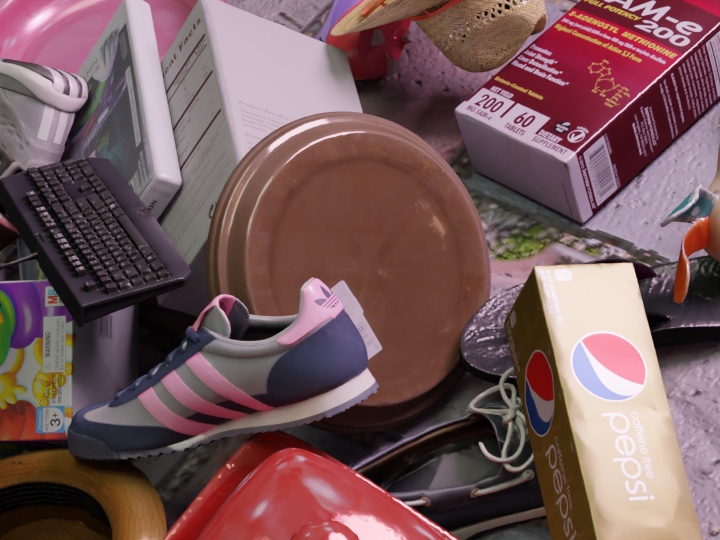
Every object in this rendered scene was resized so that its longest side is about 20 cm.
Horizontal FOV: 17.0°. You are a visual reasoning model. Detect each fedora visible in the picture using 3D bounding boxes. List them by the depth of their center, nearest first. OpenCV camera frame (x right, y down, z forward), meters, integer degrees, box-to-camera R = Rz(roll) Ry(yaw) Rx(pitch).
[{"bbox_3d":[-0.194,0.194,1.432,0.200,0.082,0.201,-16,40,14],"label":"fedora"}]

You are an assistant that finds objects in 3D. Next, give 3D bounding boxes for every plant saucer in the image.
[{"bbox_3d":[0.000,0.000,1.479,0.200,0.200,0.029,-46,17,-25],"label":"plant saucer"},{"bbox_3d":[-0.193,-0.171,1.813,0.200,0.051,0.201,-11,39,9],"label":"plant saucer"}]

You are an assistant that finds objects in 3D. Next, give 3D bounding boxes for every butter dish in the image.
[{"bbox_3d":[-0.025,0.180,1.302,0.200,0.148,0.200,33,64,12],"label":"butter dish"}]

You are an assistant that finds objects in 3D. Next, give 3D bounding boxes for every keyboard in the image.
[{"bbox_3d":[-0.191,-0.018,1.495,0.127,0.021,0.200,-21,30,-13],"label":"keyboard"}]

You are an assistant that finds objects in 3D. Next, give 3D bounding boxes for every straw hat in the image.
[{"bbox_3d":[0.082,-0.183,1.641,0.201,0.085,0.201,-34,9,6],"label":"straw hat"}]

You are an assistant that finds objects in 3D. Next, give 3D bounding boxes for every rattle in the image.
[{"bbox_3d":[0.220,-0.066,1.507,0.200,0.130,0.143,-40,51,-18],"label":"rattle"}]

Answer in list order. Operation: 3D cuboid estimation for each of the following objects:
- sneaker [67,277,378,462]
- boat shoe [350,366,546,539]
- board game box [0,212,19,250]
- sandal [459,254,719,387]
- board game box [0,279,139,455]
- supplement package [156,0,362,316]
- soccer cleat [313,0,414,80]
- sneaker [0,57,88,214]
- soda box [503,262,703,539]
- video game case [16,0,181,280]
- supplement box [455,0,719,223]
[{"bbox_3d":[-0.090,0.057,1.413,0.200,0.082,0.070,-15,12,19],"label":"sneaker"},{"bbox_3d":[0.081,0.106,1.429,0.200,0.062,0.075,-20,44,1],"label":"boat shoe"},{"bbox_3d":[-0.296,-0.016,1.599,0.103,0.200,0.019,-38,78,1],"label":"board game box"},{"bbox_3d":[0.155,0.018,1.479,0.200,0.048,0.075,-13,49,-5],"label":"sandal"},{"bbox_3d":[-0.253,0.066,1.541,0.200,0.105,0.103,-3,81,18],"label":"board game box"},{"bbox_3d":[-0.069,-0.065,1.588,0.117,0.117,0.200,-54,31,31],"label":"supplement package"},{"bbox_3d":[0.023,-0.218,1.778,0.076,0.067,0.200,6,51,31],"label":"soccer cleat"},{"bbox_3d":[-0.277,-0.096,1.706,0.200,0.075,0.116,14,91,48],"label":"sneaker"},{"bbox_3d":[0.137,0.097,1.363,0.064,0.068,0.200,-2,59,-16],"label":"soda box"},{"bbox_3d":[-0.185,-0.061,1.644,0.182,0.023,0.200,-53,33,30],"label":"video game case"},{"bbox_3d":[0.173,-0.130,1.633,0.200,0.061,0.109,-42,46,-22],"label":"supplement box"}]
